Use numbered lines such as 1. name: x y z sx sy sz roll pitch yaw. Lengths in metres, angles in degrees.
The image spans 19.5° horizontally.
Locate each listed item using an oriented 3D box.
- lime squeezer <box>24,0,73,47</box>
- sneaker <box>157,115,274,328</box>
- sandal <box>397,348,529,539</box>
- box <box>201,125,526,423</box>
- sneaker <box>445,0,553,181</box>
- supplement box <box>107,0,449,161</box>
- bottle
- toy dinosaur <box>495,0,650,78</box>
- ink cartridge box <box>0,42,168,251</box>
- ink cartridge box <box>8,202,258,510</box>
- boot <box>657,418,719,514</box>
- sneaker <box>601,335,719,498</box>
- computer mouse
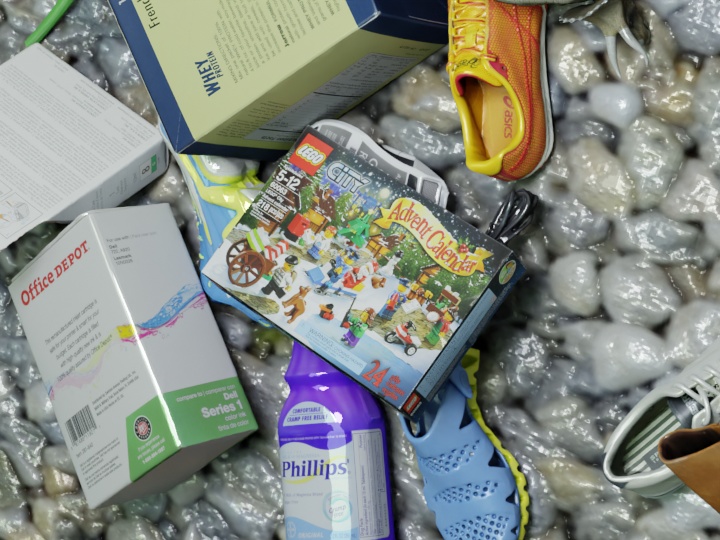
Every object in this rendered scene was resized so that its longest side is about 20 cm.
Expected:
1. lime squeezer: -0.231 -0.270 1.730 0.070 0.038 0.201 25 103 29
2. sneaker: -0.109 -0.036 1.634 0.200 0.076 0.105 48 113 21
3. sandal: 0.059 0.122 1.527 0.079 0.087 0.201 -25 79 26
4. box: 0.000 0.000 1.508 0.200 0.038 0.137 33 84 29
5. sneaker: 0.095 -0.165 1.512 0.073 0.077 0.201 -17 80 31
6. supplement box: -0.068 -0.216 1.575 0.199 0.134 0.201 -32 74 26
7. bottle: -0.021 0.127 1.586 0.083 0.065 0.201 -6 87 32
8. toy dinosaur: 0.119 -0.220 1.466 0.199 0.077 0.103 16 60 0
9. ink cartridge box: -0.279 -0.084 1.677 0.161 0.200 0.050 36 149 26
10. ink cartridge box: -0.182 0.066 1.651 0.145 0.084 0.201 -36 72 46
11. boot: 0.315 0.145 1.325 0.188 0.069 0.200 -17 122 39
12. sneaker: 0.245 0.086 1.423 0.073 0.071 0.200 49 113 22
13. computer mouse: 0.033 -0.051 1.565 0.200 0.044 0.110 33 103 29
